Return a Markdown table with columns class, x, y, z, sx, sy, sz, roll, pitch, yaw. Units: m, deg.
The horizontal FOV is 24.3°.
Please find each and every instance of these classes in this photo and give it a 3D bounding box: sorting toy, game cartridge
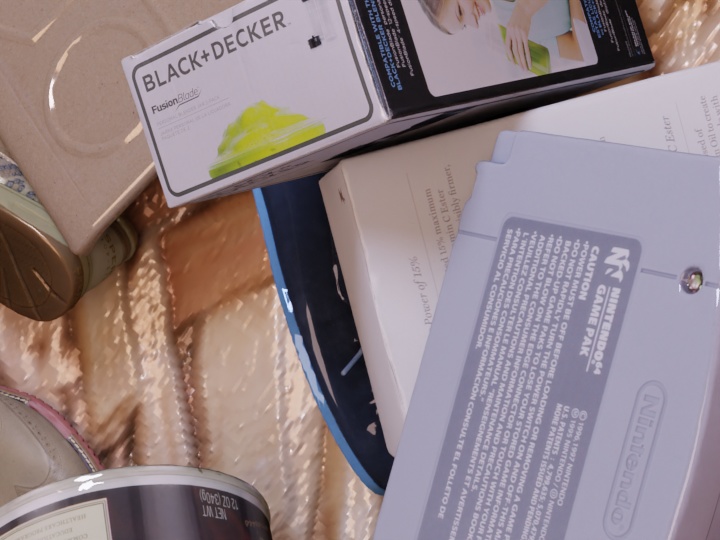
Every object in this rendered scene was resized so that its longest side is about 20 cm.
| class | x | y | z | sx | sy | sz | roll | pitch | yaw |
| --- | --- | --- | --- | --- | --- | --- | --- | --- | --- |
| sorting toy | -0.108 | -0.135 | 0.779 | 0.200 | 0.036 | 0.186 | -46 | 61 | 17 |
| game cartridge | 0.070 | 0.056 | 0.566 | 0.133 | 0.040 | 0.202 | 15 | 89 | 54 |

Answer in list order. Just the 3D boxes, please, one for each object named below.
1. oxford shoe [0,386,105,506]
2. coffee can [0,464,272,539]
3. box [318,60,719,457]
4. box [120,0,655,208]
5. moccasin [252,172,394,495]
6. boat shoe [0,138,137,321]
| class | x | y | z | sx | sy | sz | roll | pitch | yaw |
| --- | --- | --- | --- | --- | --- | --- | --- | --- | --- |
| oxford shoe | -0.209 | 0.084 | 0.830 | 0.199 | 0.075 | 0.071 | 32 | 103 | 12 |
| coffee can | -0.093 | 0.207 | 0.726 | 0.146 | 0.146 | 0.201 | -25 | 57 | 18 |
| box | 0.096 | -0.006 | 0.680 | 0.198 | 0.097 | 0.125 | -15 | 91 | -6 |
| box | 0.017 | -0.082 | 0.667 | 0.116 | 0.199 | 0.061 | -18 | 90 | 38 |
| moccasin | 0.000 | 0.000 | 0.756 | 0.068 | 0.080 | 0.201 | -19 | 90 | 13 |
| boat shoe | -0.202 | -0.049 | 0.831 | 0.199 | 0.063 | 0.074 | 37 | 131 | 13 |
